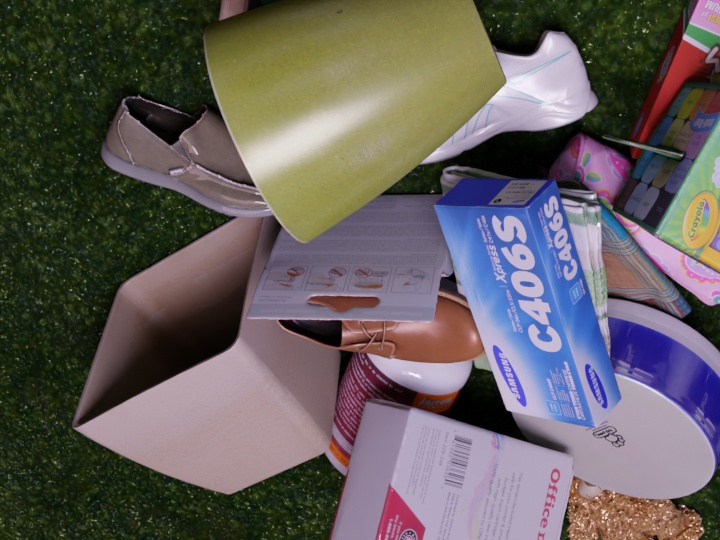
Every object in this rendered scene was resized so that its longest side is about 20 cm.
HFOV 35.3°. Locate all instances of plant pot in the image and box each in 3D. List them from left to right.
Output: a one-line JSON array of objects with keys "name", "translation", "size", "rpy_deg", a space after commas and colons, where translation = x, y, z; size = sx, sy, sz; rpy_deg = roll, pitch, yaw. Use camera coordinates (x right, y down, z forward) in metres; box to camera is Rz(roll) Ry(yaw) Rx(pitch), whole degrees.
[{"name": "plant pot", "translation": [-0.126, 0.096, 1.090], "size": [0.198, 0.201, 0.177], "rpy_deg": [-26, 123, 24]}, {"name": "plant pot", "translation": [0.007, -0.149, 0.891], "size": [0.198, 0.188, 0.189], "rpy_deg": [-24, 116, 11]}]

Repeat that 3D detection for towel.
[{"name": "towel", "translation": [0.141, 0.013, 0.939], "size": [0.148, 0.031, 0.202], "rpy_deg": [18, 134, 39]}, {"name": "towel", "translation": [0.181, -0.012, 0.984], "size": [0.145, 0.022, 0.200], "rpy_deg": [-1, 148, 45]}]

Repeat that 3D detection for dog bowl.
[{"name": "dog bowl", "translation": [0.241, 0.121, 1.048], "size": [0.198, 0.079, 0.201], "rpy_deg": [22, 146, 15]}]

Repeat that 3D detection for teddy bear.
[{"name": "teddy bear", "translation": [0.272, 0.244, 1.172], "size": [0.143, 0.067, 0.202], "rpy_deg": [-19, 117, 18]}]

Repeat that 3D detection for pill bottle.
[{"name": "pill bottle", "translation": [0.041, 0.107, 1.102], "size": [0.111, 0.114, 0.202], "rpy_deg": [21, 124, -3]}]

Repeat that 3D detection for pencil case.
[{"name": "pencil case", "translation": [0.250, -0.043, 0.983], "size": [0.198, 0.088, 0.088], "rpy_deg": [25, 123, -6]}]

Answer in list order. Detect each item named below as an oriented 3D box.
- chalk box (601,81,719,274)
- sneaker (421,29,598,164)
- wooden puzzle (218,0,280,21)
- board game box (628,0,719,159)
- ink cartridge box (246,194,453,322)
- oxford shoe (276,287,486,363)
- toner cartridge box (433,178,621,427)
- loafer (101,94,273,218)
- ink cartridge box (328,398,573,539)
[{"name": "chalk box", "translation": [0.283, -0.066, 0.872], "size": [0.198, 0.125, 0.125], "rpy_deg": [29, 99, -9]}, {"name": "sneaker", "translation": [0.097, -0.147, 0.967], "size": [0.197, 0.071, 0.081], "rpy_deg": [-17, 109, 13]}, {"name": "wooden puzzle", "translation": [-0.023, -0.244, 0.940], "size": [0.182, 0.037, 0.202], "rpy_deg": [16, 123, 1]}, {"name": "board game box", "translation": [0.326, -0.164, 0.920], "size": [0.151, 0.041, 0.202], "rpy_deg": [16, 123, 0]}, {"name": "ink cartridge box", "translation": [0.000, 0.000, 0.990], "size": [0.157, 0.201, 0.048], "rpy_deg": [1, 124, 11]}, {"name": "oxford shoe", "translation": [0.019, 0.052, 0.989], "size": [0.197, 0.071, 0.073], "rpy_deg": [6, 110, 19]}, {"name": "toner cartridge box", "translation": [0.133, 0.026, 0.895], "size": [0.094, 0.043, 0.202], "rpy_deg": [6, 126, 47]}, {"name": "loafer", "translation": [-0.140, -0.106, 1.026], "size": [0.197, 0.076, 0.070], "rpy_deg": [15, 128, 2]}, {"name": "ink cartridge box", "translation": [0.084, 0.214, 1.028], "size": [0.198, 0.150, 0.085], "rpy_deg": [22, 169, -31]}]
